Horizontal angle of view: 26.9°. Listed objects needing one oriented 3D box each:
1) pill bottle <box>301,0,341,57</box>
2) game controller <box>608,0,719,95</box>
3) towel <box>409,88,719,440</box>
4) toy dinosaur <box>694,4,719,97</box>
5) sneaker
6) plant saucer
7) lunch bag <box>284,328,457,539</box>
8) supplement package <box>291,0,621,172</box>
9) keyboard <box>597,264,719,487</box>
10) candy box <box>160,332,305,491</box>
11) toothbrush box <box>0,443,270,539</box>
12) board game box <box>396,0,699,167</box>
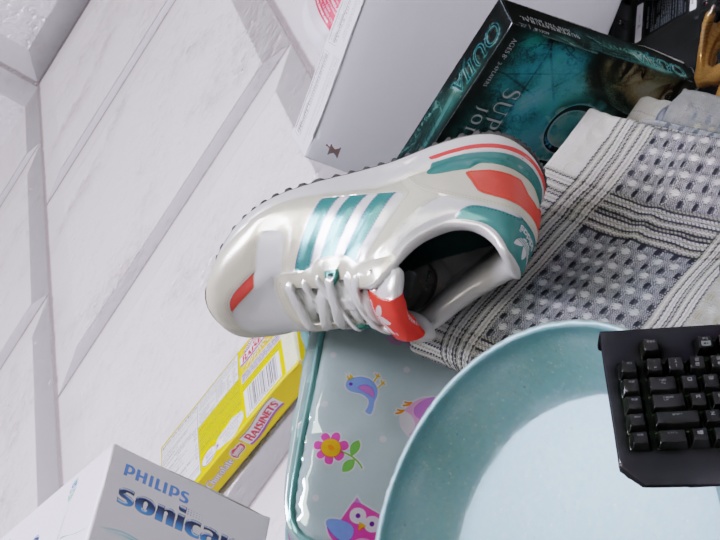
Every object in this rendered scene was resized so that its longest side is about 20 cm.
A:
[{"bbox_3d":[0.050,-0.247,1.225,0.200,0.112,0.112,-44,29,33],"label":"pill bottle"},{"bbox_3d":[0.189,-0.155,0.951,0.104,0.042,0.200,-20,45,37],"label":"game controller"},{"bbox_3d":[0.139,-0.012,0.733,0.200,0.035,0.192,-46,32,-15],"label":"towel"},{"bbox_3d":[0.202,-0.084,0.807,0.200,0.060,0.106,-36,35,44],"label":"toy dinosaur"},{"bbox_3d":[0.001,0.000,0.765,0.199,0.070,0.094,-20,33,21],"label":"sneaker"},{"bbox_3d":[0.084,0.121,0.630,0.200,0.036,0.201,-23,57,42],"label":"plant saucer"},{"bbox_3d":[0.038,0.082,0.829,0.077,0.160,0.201,85,-166,-58],"label":"lunch bag"},{"bbox_3d":[0.064,-0.147,0.975,0.111,0.155,0.201,-117,47,-76],"label":"supplement package"},{"bbox_3d":[0.192,0.027,0.580,0.127,0.199,0.021,-91,-3,-48],"label":"keyboard"},{"bbox_3d":[-0.103,0.117,1.240,0.200,0.026,0.102,-50,23,23],"label":"candy box"},{"bbox_3d":[-0.125,0.196,0.628,0.146,0.085,0.200,-40,30,41],"label":"toothbrush box"},{"bbox_3d":[0.087,-0.056,0.876,0.200,0.135,0.028,-57,36,34],"label":"board game box"}]
